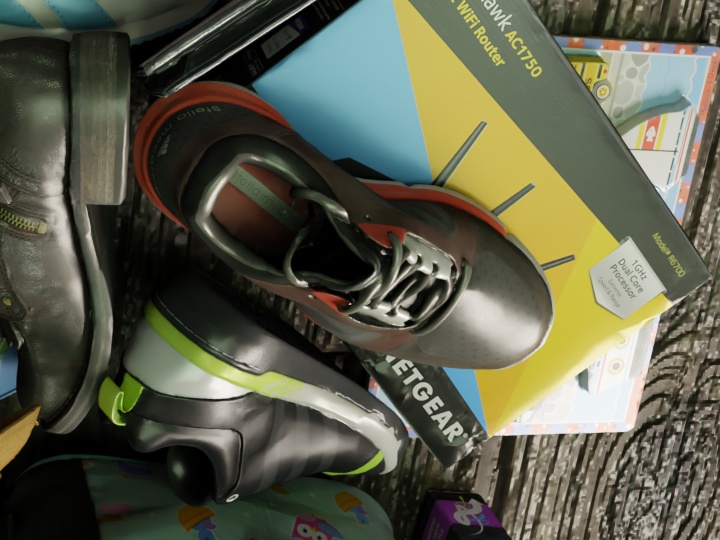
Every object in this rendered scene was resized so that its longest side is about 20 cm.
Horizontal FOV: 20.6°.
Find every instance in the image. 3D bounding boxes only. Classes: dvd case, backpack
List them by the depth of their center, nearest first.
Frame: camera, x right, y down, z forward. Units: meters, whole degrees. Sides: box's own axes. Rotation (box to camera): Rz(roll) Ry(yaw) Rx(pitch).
[{"bbox_3d":[-0.019,-0.111,0.735,0.148,0.200,0.016,-34,99,-3],"label":"dvd case"},{"bbox_3d":[-0.063,0.181,0.876,0.198,0.153,0.177,2,117,-28],"label":"backpack"}]

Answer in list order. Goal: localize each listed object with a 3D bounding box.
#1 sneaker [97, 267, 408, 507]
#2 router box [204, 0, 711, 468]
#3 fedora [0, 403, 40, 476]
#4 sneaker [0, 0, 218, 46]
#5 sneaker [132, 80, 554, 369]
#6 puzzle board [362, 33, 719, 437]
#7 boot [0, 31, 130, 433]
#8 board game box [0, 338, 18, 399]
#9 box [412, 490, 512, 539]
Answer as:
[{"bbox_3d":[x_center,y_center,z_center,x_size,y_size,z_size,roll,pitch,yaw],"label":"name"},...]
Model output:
[{"bbox_3d":[-0.051,0.062,0.843,0.083,0.072,0.200,-52,147,0],"label":"sneaker"},{"bbox_3d":[0.037,-0.034,0.854,0.149,0.051,0.200,-37,114,4],"label":"router box"},{"bbox_3d":[-0.213,0.079,0.731,0.200,0.201,0.082,-34,95,-4],"label":"fedora"},{"bbox_3d":[-0.137,-0.133,0.740,0.198,0.077,0.081,-1,124,-21],"label":"sneaker"},{"bbox_3d":[0.000,0.000,0.781,0.199,0.082,0.077,25,105,-26],"label":"sneaker"},{"bbox_3d":[0.084,-0.012,0.924,0.149,0.017,0.202,1,114,-22],"label":"puzzle board"},{"bbox_3d":[-0.177,-0.024,0.747,0.172,0.069,0.201,3,127,-10],"label":"boot"},{"bbox_3d":[-0.246,0.024,0.796,0.199,0.037,0.152,-27,121,-7],"label":"board game box"},{"bbox_3d":[0.059,0.213,0.912,0.036,0.200,0.144,7,111,-24],"label":"box"}]
